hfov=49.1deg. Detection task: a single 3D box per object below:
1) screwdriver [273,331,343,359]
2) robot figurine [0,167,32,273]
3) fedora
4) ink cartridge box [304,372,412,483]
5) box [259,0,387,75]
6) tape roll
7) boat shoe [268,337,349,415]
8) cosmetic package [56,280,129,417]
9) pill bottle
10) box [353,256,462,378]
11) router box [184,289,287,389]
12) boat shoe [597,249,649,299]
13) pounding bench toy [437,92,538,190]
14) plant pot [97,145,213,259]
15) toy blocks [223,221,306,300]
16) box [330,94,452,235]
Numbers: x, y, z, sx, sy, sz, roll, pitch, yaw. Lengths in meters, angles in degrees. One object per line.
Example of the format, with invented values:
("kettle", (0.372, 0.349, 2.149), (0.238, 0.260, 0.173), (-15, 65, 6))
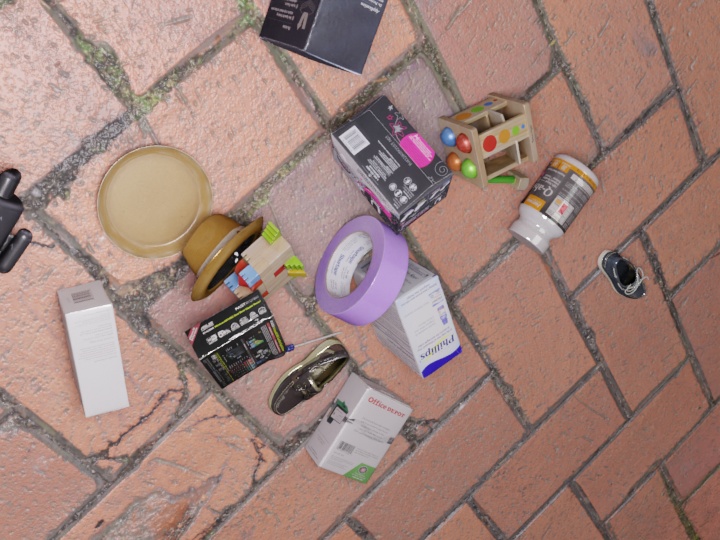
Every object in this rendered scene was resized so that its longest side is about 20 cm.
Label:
("screwdriver", (-0.121, 0.148, 1.598), (0.198, 0.028, 0.029), (-18, 146, -24))
("robot figurine", (-0.590, -0.075, 1.184), (0.201, 0.150, 0.125), (-57, 160, 3))
("fedora", (-0.253, -0.039, 1.383), (0.082, 0.201, 0.201), (38, 89, 2))
("ink cartridge box", (-0.003, 0.341, 1.706), (0.146, 0.084, 0.201), (31, 93, -35))
("box", (-0.053, -0.445, 1.286), (0.117, 0.196, 0.202), (14, 103, -33))
("tape roll", (0.000, 0.000, 1.496), (0.065, 0.200, 0.201), (27, 96, -33))
("boat shoe", (-0.106, 0.224, 1.611), (0.200, 0.065, 0.073), (-47, 127, -2))
("cosmetic package", (-0.459, 0.135, 1.354), (0.080, 0.113, 0.202), (-14, 118, -23))
("pill bottle", (0.419, -0.143, 1.719), (0.116, 0.116, 0.201), (36, 90, -34))
("box", (0.093, 0.081, 1.592), (0.104, 0.184, 0.201), (-30, 122, -16))
("router box", (-0.222, 0.130, 1.444), (0.149, 0.062, 0.200), (-29, 158, -10))
("boat shoe", (0.662, 0.017, 1.951), (0.075, 0.062, 0.200), (-50, 125, -4))
("pounding bench toy", (0.258, -0.228, 1.590), (0.155, 0.124, 0.201), (-28, 121, -16))
("plant pot", (-0.353, -0.118, 1.358), (0.198, 0.027, 0.202), (-11, 114, -25))
("toy blocks", (-0.184, 0.007, 1.431), (0.137, 0.100, 0.200), (-42, 166, -11))
("box", (0.054, -0.190, 1.440), (0.132, 0.200, 0.115), (-37, 166, -9))
